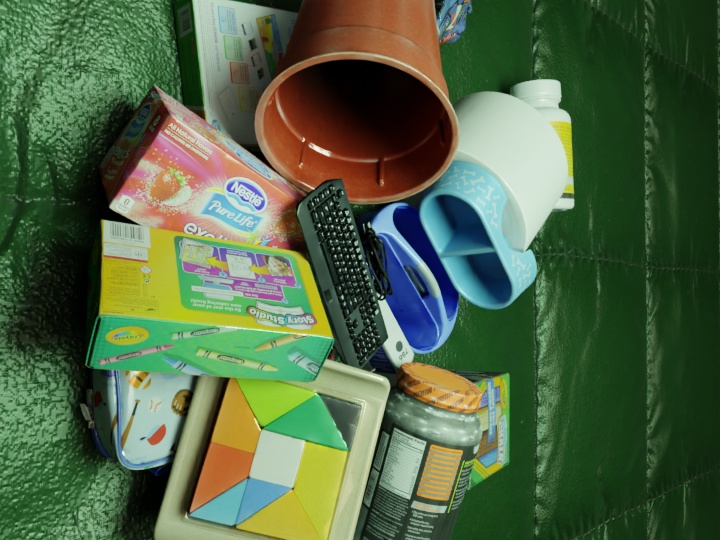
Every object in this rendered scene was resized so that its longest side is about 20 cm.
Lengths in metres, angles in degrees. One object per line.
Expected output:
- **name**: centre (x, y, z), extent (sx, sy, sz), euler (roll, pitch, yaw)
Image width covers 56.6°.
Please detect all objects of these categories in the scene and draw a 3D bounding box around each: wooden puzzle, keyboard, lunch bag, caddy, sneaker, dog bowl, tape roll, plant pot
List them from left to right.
- **lunch bag**: centre (-0.171, 0.105, 0.656), extent (0.197, 0.075, 0.164), euler (-6, 96, -44)
- **wooden puzzle**: centre (-0.077, 0.176, 0.621), extent (0.181, 0.037, 0.204), euler (17, 84, -11)
- **keyboard**: centre (0.000, 0.000, 0.686), extent (0.104, 0.039, 0.203), euler (-48, 131, -44)
- **plant pot**: centre (0.003, -0.210, 0.692), extent (0.200, 0.198, 0.199), euler (34, 48, -38)
- **caddy**: centre (0.053, 0.012, 0.853), extent (0.142, 0.104, 0.202), euler (-52, 122, -33)
- **sneaker**: centre (0.114, -0.350, 0.949), extent (0.079, 0.074, 0.202), euler (50, 58, -35)
- **dog bowl**: centre (0.141, -0.036, 0.826), extent (0.050, 0.110, 0.202), euler (-51, 121, -36)
- **tape roll**: centre (0.159, -0.114, 0.896), extent (0.140, 0.200, 0.205), euler (-49, 120, -34)

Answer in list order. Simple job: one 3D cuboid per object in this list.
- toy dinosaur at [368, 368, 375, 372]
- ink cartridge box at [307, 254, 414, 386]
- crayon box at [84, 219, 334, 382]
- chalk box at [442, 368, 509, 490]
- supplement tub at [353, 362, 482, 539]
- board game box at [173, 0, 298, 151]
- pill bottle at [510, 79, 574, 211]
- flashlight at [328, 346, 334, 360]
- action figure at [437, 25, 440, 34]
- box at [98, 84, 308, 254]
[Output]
- **toy dinosaur**: centre (-0.063, 0.175, 0.707), extent (0.197, 0.105, 0.184), euler (-29, 90, 3)
- **ink cartridge box**: centre (-0.002, 0.065, 0.803), extent (0.039, 0.098, 0.203), euler (-44, 119, -35)
- **crayon box**: centre (-0.131, 0.029, 0.583), extent (0.196, 0.120, 0.059), euler (9, 126, -27)
- **chalk box**: centre (0.126, 0.200, 0.892), extent (0.199, 0.123, 0.127), euler (7, 83, -58)
- **supplement tub**: centre (0.062, 0.215, 0.742), extent (0.121, 0.122, 0.204), euler (11, 98, -43)
- **board game box**: centre (-0.104, -0.213, 0.751), extent (0.198, 0.040, 0.157), euler (-9, 95, -44)
- **pill bottle**: centre (0.287, -0.198, 1.085), extent (0.110, 0.110, 0.205), euler (-4, 92, -44)
- **flashlight**: centre (-0.036, 0.163, 0.788), extent (0.067, 0.067, 0.203), euler (-35, 112, -39)
- **action figure**: centre (0.036, -0.272, 0.838), extent (0.068, 0.129, 0.205), euler (-13, 113, -38)
- **box**: centre (-0.140, -0.072, 0.652), extent (0.199, 0.096, 0.100), euler (33, 100, -39)
